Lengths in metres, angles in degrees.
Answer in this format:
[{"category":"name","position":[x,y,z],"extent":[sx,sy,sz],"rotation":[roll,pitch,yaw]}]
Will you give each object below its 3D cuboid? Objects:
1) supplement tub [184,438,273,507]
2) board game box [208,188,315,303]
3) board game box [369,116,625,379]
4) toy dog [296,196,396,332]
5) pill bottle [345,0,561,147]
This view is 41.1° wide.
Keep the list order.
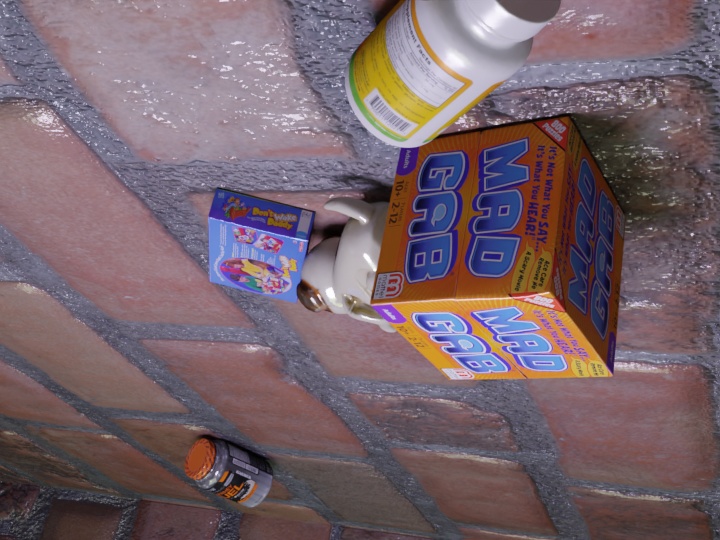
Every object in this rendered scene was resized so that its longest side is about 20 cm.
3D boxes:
[{"category":"supplement tub","position":[-0.320,0.487,2.326],"extent":[0.122,0.124,0.199],"rotation":[-16,142,44]},{"category":"board game box","position":[-0.139,-0.029,1.320],"extent":[0.133,0.045,0.200],"rotation":[14,154,-2]},{"category":"board game box","position":[0.157,-0.013,1.041],"extent":[0.198,0.202,0.200],"rotation":[-5,150,31]},{"category":"toy dog","position":[0.000,0.000,1.215],"extent":[0.193,0.141,0.199],"rotation":[29,151,-25]},{"category":"pill bottle","position":[0.077,-0.196,0.822],"extent":[0.110,0.112,0.200],"rotation":[23,152,-21]}]
